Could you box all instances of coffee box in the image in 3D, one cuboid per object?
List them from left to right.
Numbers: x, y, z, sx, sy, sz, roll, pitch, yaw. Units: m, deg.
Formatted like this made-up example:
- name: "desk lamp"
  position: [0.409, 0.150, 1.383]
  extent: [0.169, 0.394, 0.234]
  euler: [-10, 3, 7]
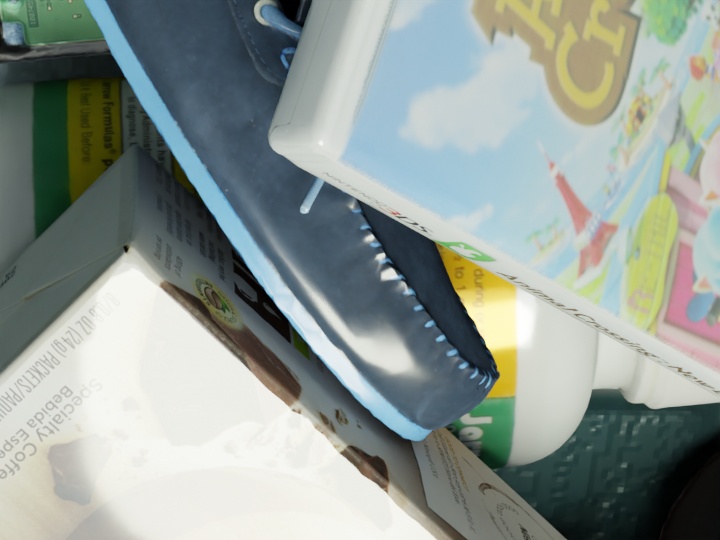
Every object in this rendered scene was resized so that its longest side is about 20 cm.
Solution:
- name: "coffee box"
  position: [-0.021, 0.083, 0.659]
  extent: [0.200, 0.080, 0.113]
  euler: [42, 102, -17]

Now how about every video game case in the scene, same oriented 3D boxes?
- name: "video game case"
  position: [0.078, -0.084, 0.647]
  extent: [0.182, 0.022, 0.200]
  euler: [28, 74, -37]

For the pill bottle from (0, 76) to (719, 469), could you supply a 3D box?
- name: "pill bottle"
  position: [0.000, 0.000, 0.733]
  extent: [0.200, 0.113, 0.113]
  euler: [-3, 122, -5]

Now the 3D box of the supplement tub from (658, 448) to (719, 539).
- name: "supplement tub"
  position: [0.180, 0.138, 0.841]
  extent: [0.107, 0.107, 0.200]
  euler: [-30, 119, 12]

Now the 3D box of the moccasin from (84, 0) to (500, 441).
- name: "moccasin"
  position: [-0.019, -0.056, 0.636]
  extent: [0.068, 0.080, 0.200]
  euler: [-32, 91, 7]

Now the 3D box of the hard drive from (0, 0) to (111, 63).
- name: "hard drive"
  position: [-0.038, -0.153, 0.680]
  extent: [0.140, 0.038, 0.200]
  euler: [-6, 121, -2]
